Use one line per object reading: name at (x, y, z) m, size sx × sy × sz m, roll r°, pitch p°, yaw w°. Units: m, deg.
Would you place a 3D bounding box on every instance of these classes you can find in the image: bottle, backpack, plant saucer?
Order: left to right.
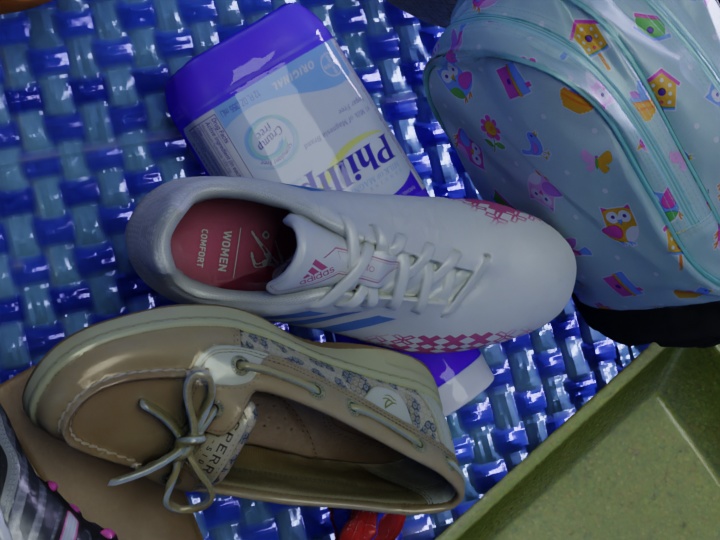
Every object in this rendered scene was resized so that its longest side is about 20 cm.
bottle at (-0.009, -0.022, 0.905) m, size 0.083 × 0.065 × 0.200 m, roll -32°, pitch 94°, yaw -20°
backpack at (0.124, -0.062, 0.891) m, size 0.127 × 0.167 × 0.200 m, roll -48°, pitch 117°, yaw -33°
plant saucer at (0.144, 0.157, 0.949) m, size 0.200 × 0.048 × 0.200 m, roll -39°, pitch 97°, yaw -26°

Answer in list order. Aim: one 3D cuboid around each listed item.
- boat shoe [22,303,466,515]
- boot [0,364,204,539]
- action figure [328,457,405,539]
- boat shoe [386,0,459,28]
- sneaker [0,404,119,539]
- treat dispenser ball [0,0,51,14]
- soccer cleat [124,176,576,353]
boat shoe at (-0.041, 0.063, 0.805) m, size 0.200 × 0.073 × 0.063 m, roll 6°, pitch 40°, yaw -34°
boot at (-0.134, 0.152, 0.819) m, size 0.175 × 0.066 × 0.200 m, roll -29°, pitch 90°, yaw -30°
action figure at (0.000, 0.152, 0.868) m, size 0.052 × 0.065 × 0.200 m, roll -5°, pitch 59°, yaw 10°
boat shoe at (0.008, -0.177, 0.941) m, size 0.200 × 0.075 × 0.062 m, roll 30°, pitch 75°, yaw -11°
sneaker at (-0.108, 0.126, 0.764) m, size 0.087 × 0.074 × 0.200 m, roll -23°, pitch 76°, yaw -35°
treat dispenser ball at (-0.164, -0.204, 0.796) m, size 0.201 × 0.201 × 0.201 m, roll 5°, pitch 78°, yaw -24°
soccer cleat at (0.000, 0.000, 0.828) m, size 0.200 × 0.086 × 0.070 m, roll 5°, pitch 92°, yaw -9°
